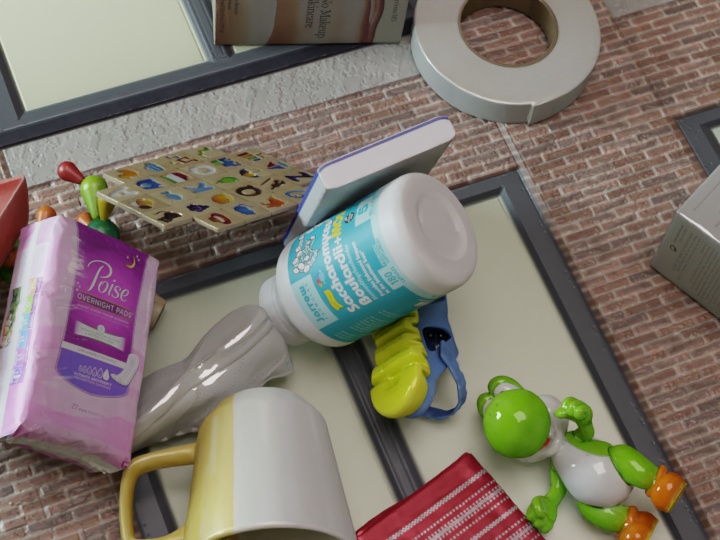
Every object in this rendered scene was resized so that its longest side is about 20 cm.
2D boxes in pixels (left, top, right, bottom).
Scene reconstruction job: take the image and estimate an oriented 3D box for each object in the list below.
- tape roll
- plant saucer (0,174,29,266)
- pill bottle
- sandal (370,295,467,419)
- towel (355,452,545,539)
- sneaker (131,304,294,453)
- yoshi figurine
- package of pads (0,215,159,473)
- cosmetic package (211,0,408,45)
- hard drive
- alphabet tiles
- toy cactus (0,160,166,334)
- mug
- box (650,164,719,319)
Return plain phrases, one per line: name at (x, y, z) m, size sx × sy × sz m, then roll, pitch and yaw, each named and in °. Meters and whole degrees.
tape roll at (0.152, -0.247, 1.675) m, size 0.202 × 0.037 × 0.204 m, roll 3°, pitch 61°, yaw -5°
plant saucer at (-0.383, 0.016, 1.415) m, size 0.037 × 0.200 × 0.200 m, roll 42°, pitch 58°, yaw -29°
pill bottle at (0.000, 0.000, 1.434) m, size 0.111 × 0.200 × 0.111 m, roll 30°, pitch 46°, yaw -36°
sandal at (0.056, 0.063, 1.487) m, size 0.087 × 0.079 × 0.201 m, roll 30°, pitch 47°, yaw -32°
towel at (0.104, 0.271, 1.400) m, size 0.144 × 0.023 × 0.200 m, roll -33°, pitch 72°, yaw -23°
sneaker at (-0.147, 0.123, 1.432) m, size 0.200 × 0.075 × 0.089 m, roll -36°, pitch 115°, yaw -8°
yoshi figurine at (0.183, 0.168, 1.413) m, size 0.200 × 0.112 × 0.112 m, roll 35°, pitch 63°, yaw 15°
package of pads at (-0.245, 0.065, 1.363) m, size 0.120 × 0.076 × 0.201 m, roll 26°, pitch 60°, yaw -40°
cosmetic package at (-0.054, -0.294, 1.641) m, size 0.199 × 0.103 × 0.088 m, roll -3°, pitch 64°, yaw -6°
hard drive at (0.004, -0.075, 1.472) m, size 0.132 × 0.200 × 0.025 m, roll -24°, pitch 80°, yaw -17°
alphabet tiles at (-0.140, -0.079, 1.499) m, size 0.166 × 0.006 × 0.200 m, roll 25°, pitch 31°, yaw 37°
toy cactus at (-0.258, 0.000, 1.475) m, size 0.165 × 0.102 × 0.200 m, roll 25°, pitch 53°, yaw -4°
mug at (-0.097, 0.182, 1.356) m, size 0.186 × 0.149 × 0.154 m, roll 14°, pitch 50°, yaw -26°
box at (0.412, -0.017, 1.539) m, size 0.200 × 0.106 × 0.152 m, roll 40°, pitch 65°, yaw 15°
